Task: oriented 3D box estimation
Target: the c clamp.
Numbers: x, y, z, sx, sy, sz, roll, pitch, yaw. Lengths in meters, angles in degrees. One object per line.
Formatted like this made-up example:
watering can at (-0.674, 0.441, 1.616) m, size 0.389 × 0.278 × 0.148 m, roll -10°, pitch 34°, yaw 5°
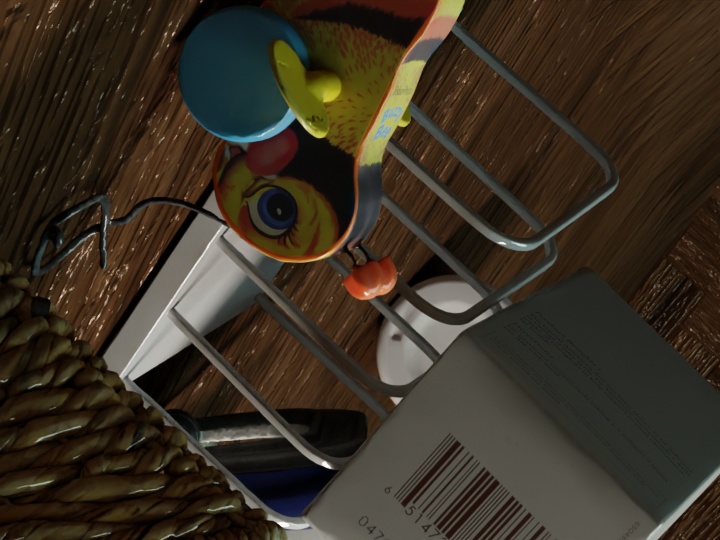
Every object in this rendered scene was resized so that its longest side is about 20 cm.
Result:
c clamp at (-0.078, 0.088, 1.123) m, size 0.170 × 0.027 × 0.200 m, roll -7°, pitch -178°, yaw 7°

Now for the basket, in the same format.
basket at (-0.137, 0.124, 0.764) m, size 0.143 × 0.149 × 0.200 m, roll -41°, pitch 169°, yaw -34°

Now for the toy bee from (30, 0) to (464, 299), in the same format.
toy bee at (-0.014, -0.048, 0.795) m, size 0.131 × 0.109 × 0.200 m, roll -38°, pitch 167°, yaw -53°

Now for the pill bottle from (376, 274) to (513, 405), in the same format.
pill bottle at (0.074, 0.071, 1.650) m, size 0.112 × 0.112 × 0.200 m, roll -47°, pitch 171°, yaw -2°

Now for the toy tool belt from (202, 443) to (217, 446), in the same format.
toy tool belt at (-0.102, 0.185, 1.287) m, size 0.125 × 0.123 × 0.200 m, roll -50°, pitch 171°, yaw 14°

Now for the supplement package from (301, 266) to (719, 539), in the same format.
supplement package at (0.082, 0.089, 0.990) m, size 0.117 × 0.117 × 0.200 m, roll -50°, pitch 168°, yaw 20°

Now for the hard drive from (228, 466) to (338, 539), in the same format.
hard drive at (-0.065, 0.120, 1.106) m, size 0.199 × 0.026 × 0.132 m, roll -7°, pitch -172°, yaw 23°

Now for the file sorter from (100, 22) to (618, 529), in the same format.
file sorter at (0.000, 0.000, 0.999) m, size 0.200 × 0.124 × 0.139 m, roll -53°, pitch 169°, yaw 31°
